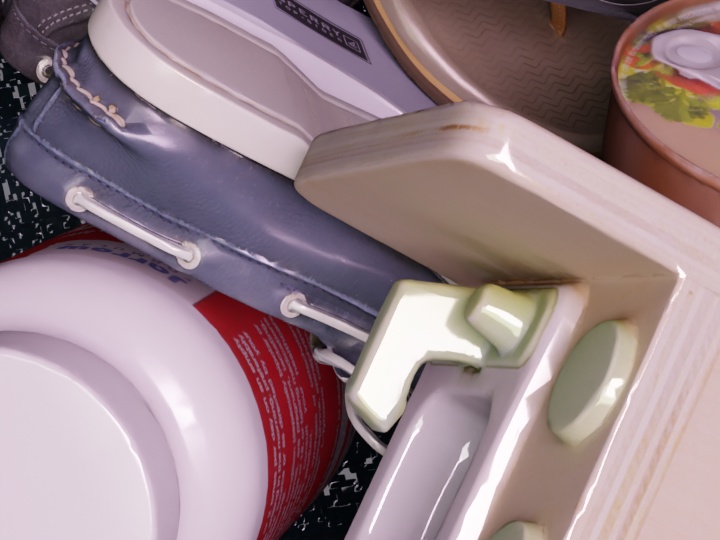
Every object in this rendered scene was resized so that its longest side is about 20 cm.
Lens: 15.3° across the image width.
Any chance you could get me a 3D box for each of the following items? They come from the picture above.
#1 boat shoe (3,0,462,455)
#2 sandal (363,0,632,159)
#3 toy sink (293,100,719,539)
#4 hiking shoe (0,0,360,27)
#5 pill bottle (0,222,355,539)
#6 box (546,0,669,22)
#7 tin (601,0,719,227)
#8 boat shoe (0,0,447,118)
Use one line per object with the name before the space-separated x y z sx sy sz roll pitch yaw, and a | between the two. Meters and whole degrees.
boat shoe | 0.000 0.000 0.708 0.199 0.075 0.062 29 113 -25
sandal | 0.032 -0.125 0.761 0.054 0.080 0.201 -18 91 59
toy sink | 0.066 0.060 0.618 0.199 0.130 0.113 29 79 -17
hiking shoe | -0.093 -0.090 0.785 0.199 0.101 0.076 -2 99 12
pill bottle | -0.070 0.045 0.750 0.112 0.200 0.113 2 99 11
box | 0.067 -0.180 0.653 0.124 0.149 0.200 11 148 -24
tin | 0.151 -0.013 0.639 0.199 0.112 0.042 23 123 22
boat shoe | -0.015 -0.034 0.765 0.199 0.070 0.066 29 115 -30
